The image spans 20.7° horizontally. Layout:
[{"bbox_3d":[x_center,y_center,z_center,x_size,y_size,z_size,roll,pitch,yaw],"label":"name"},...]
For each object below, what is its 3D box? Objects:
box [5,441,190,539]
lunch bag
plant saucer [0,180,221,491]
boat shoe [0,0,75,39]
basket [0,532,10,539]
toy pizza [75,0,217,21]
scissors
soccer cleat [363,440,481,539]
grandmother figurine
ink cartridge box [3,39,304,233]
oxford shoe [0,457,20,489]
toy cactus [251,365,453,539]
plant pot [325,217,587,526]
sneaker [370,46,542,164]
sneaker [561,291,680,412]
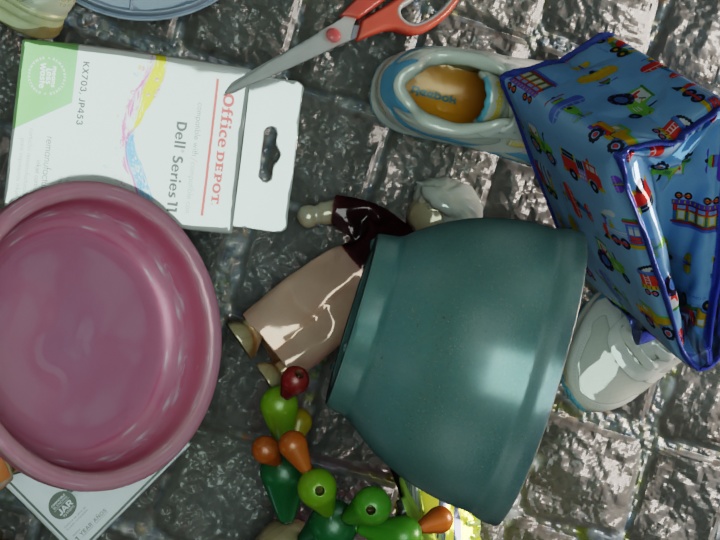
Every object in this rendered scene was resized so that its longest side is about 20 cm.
[{"bbox_3d":[-0.226,0.085,1.373,0.117,0.060,0.200,-45,98,-2],"label":"box"},{"bbox_3d":[0.179,-0.033,1.311,0.093,0.151,0.202,-22,123,-17],"label":"lunch bag"},{"bbox_3d":[-0.185,0.044,1.298,0.199,0.051,0.203,5,82,-38],"label":"plant saucer"},{"bbox_3d":[-0.279,-0.232,1.328,0.200,0.073,0.063,32,110,0],"label":"boat shoe"},{"bbox_3d":[-0.310,0.225,1.302,0.148,0.200,0.143,36,88,-8],"label":"basket"},{"bbox_3d":[-0.151,-0.275,1.372,0.198,0.032,0.203,-1,95,-6],"label":"toy pizza"},{"bbox_3d":[-0.006,-0.163,1.367,0.073,0.014,0.200,46,63,-4],"label":"scissors"},{"bbox_3d":[0.059,0.147,1.407,0.083,0.065,0.202,-23,96,-7],"label":"soccer cleat"},{"bbox_3d":[0.000,0.000,1.396,0.199,0.061,0.122,-36,93,-6],"label":"grandmother figurine"},{"bbox_3d":[-0.140,-0.090,1.367,0.198,0.067,0.119,6,93,-7],"label":"ink cartridge box"},{"bbox_3d":[-0.270,0.046,1.310,0.073,0.071,0.201,-33,101,-24],"label":"oxford shoe"},{"bbox_3d":[-0.028,0.175,1.366,0.102,0.165,0.201,-35,89,-44],"label":"toy cactus"},{"bbox_3d":[0.054,0.052,1.295,0.133,0.200,0.202,17,92,-3],"label":"plant pot"},{"bbox_3d":[0.109,-0.113,1.380,0.198,0.081,0.077,4,92,-8],"label":"sneaker"},{"bbox_3d":[0.225,0.026,1.410,0.200,0.081,0.077,-42,99,-1],"label":"sneaker"}]
